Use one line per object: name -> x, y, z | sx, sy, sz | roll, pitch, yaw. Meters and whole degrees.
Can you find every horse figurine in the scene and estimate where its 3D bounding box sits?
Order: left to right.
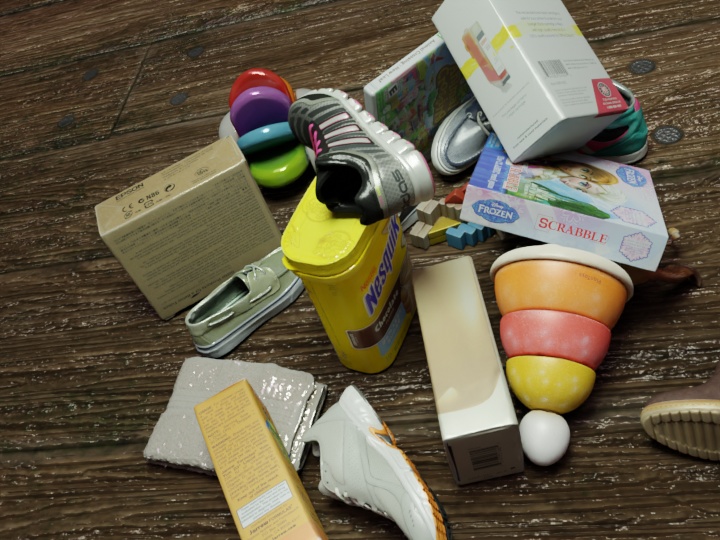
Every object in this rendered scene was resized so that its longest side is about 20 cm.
horse figurine -> 0.272, -0.022, 0.736 | 0.197, 0.051, 0.132 | 20, 33, 28

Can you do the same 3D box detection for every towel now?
towel -> -0.142, 0.167, 0.752 | 0.196, 0.035, 0.134 | 2, 52, 21

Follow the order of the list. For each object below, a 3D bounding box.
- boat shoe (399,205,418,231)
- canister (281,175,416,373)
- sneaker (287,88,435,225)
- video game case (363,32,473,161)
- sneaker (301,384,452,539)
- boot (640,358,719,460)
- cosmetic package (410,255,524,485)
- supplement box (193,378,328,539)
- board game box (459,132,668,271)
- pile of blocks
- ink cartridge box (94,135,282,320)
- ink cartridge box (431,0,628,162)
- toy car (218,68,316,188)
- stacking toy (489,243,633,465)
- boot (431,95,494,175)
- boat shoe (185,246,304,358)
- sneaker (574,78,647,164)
boat shoe -> 0.018, -0.063, 0.867 | 0.200, 0.068, 0.071 | -43, 51, -18
canister -> 0.000, 0.000, 0.731 | 0.085, 0.202, 0.150 | 9, 54, 25
sneaker -> -0.022, -0.109, 0.642 | 0.087, 0.074, 0.199 | -35, 53, -21
video game case -> 0.084, -0.214, 0.884 | 0.181, 0.201, 0.022 | -39, 63, -16
sneaker -> 0.011, 0.209, 0.649 | 0.091, 0.076, 0.200 | -38, 42, -4
boot -> 0.365, 0.093, 0.637 | 0.196, 0.073, 0.168 | -4, 38, 17
cosmetic package -> 0.106, 0.098, 0.680 | 0.070, 0.106, 0.202 | -14, 47, 7
supplement box -> -0.095, 0.202, 0.639 | 0.068, 0.067, 0.200 | -31, 48, -9
board game box -> 0.221, -0.085, 0.730 | 0.196, 0.042, 0.201 | 16, 30, 9
pile of blocks -> 0.155, -0.081, 0.840 | 0.197, 0.063, 0.083 | -22, 47, 0
ink cartridge box -> -0.215, -0.054, 0.873 | 0.198, 0.166, 0.075 | -29, 46, -8
ink cartridge box -> 0.192, -0.236, 0.758 | 0.144, 0.083, 0.203 | -16, 74, -39
toy car -> -0.137, -0.217, 0.993 | 0.172, 0.151, 0.202 | -16, 48, 4
stacking toy -> 0.187, 0.089, 0.663 | 0.143, 0.146, 0.204 | 6, 69, 23
boot -> 0.179, -0.210, 0.889 | 0.201, 0.073, 0.090 | -49, 16, -11
boat shoe -> -0.135, 0.026, 0.848 | 0.071, 0.063, 0.200 | 28, 63, 35
sneaker -> 0.265, -0.189, 0.853 | 0.196, 0.122, 0.085 | -5, 49, 16
